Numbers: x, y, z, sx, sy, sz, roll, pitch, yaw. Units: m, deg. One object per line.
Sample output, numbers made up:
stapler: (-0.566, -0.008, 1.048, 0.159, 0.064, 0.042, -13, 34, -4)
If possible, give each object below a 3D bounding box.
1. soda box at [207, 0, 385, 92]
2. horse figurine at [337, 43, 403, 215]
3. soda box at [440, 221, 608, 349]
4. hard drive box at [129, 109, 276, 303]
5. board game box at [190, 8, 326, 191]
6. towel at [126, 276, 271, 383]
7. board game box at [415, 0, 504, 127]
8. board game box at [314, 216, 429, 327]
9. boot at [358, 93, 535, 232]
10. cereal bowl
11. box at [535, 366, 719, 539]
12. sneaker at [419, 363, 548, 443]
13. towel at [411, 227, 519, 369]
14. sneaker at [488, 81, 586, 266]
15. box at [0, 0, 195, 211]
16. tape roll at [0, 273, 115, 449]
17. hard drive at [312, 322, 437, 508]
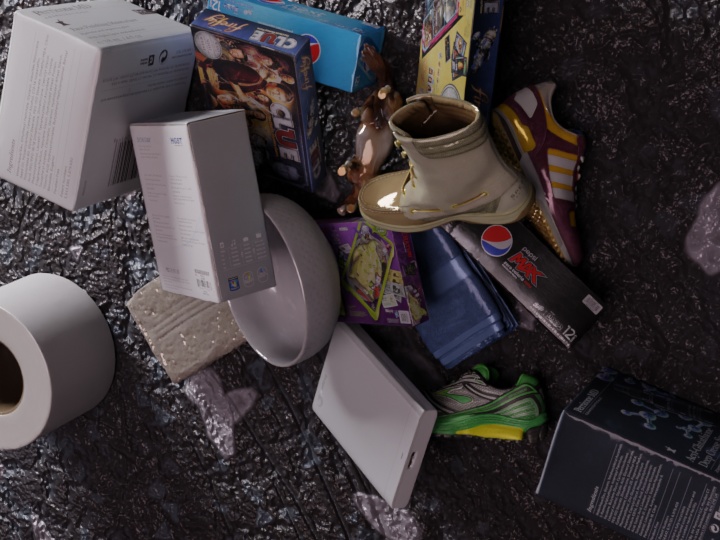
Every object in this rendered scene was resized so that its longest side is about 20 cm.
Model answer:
soda box: (-0.077, -0.263, 1.567, 0.199, 0.064, 0.068, 20, 114, 22)
horse figurine: (0.010, -0.147, 1.535, 0.050, 0.133, 0.202, 15, 102, 9)
soda box: (0.171, -0.007, 1.488, 0.200, 0.071, 0.063, 45, 93, 3)
hard drive box: (-0.180, -0.075, 1.564, 0.155, 0.076, 0.202, 10, 113, 56)
board game box: (-0.113, -0.189, 1.564, 0.135, 0.035, 0.201, 19, 141, 22)
towel: (-0.197, 0.048, 1.742, 0.199, 0.034, 0.133, -30, 91, 30)
board game box: (0.103, -0.242, 1.447, 0.136, 0.034, 0.202, -132, 44, -62)
board game box: (0.000, 0.000, 1.573, 0.199, 0.032, 0.121, 2, 111, 57)
boot: (0.060, -0.108, 1.398, 0.199, 0.073, 0.155, -1, 148, 32)
cereal bowl: (-0.083, 0.005, 1.601, 0.200, 0.083, 0.202, 31, 129, 48)
box: (0.310, 0.205, 1.453, 0.199, 0.148, 0.108, 22, 114, 20)
sneaker: (0.121, 0.147, 1.588, 0.198, 0.078, 0.086, 1, 90, 25)
towel: (0.085, 0.005, 1.570, 0.111, 0.048, 0.201, -34, 88, 33)
sneaker: (0.209, -0.100, 1.460, 0.090, 0.075, 0.201, -31, 114, -6)
box: (-0.310, -0.200, 1.630, 0.130, 0.199, 0.201, 24, 114, 20)
tape roll: (-0.443, 0.117, 1.830, 0.201, 0.139, 0.204, 9, 109, 26)
hard drive: (0.013, 0.162, 1.608, 0.200, 0.026, 0.133, 45, 127, 47)
